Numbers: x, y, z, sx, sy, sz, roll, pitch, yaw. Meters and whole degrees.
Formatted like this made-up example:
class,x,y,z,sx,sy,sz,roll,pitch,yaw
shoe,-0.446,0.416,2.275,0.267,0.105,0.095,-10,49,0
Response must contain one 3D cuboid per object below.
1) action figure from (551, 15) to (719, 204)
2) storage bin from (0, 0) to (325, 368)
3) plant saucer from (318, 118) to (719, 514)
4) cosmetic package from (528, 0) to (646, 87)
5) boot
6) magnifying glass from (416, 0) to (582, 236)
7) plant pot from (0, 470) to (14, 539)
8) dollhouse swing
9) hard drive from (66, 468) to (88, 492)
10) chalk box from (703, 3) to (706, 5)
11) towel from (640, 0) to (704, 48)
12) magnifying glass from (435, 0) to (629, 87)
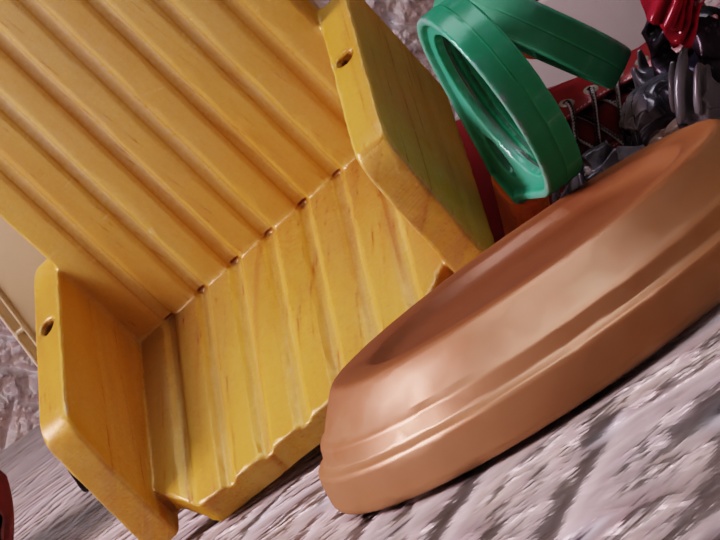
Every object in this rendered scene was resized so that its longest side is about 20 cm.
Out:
class,x,y,z,sx,sy,sz,roll,pitch,yaw
action figure,0.158,-0.091,0.798,0.200,0.069,0.130,-39,15,3
storage bin,-0.072,-0.019,0.926,0.199,0.199,0.094,-33,8,19
plant saucer,0.063,0.008,0.636,0.200,0.038,0.200,-35,5,3
cosmetic package,0.147,-0.132,1.117,0.087,0.104,0.200,-36,2,15
boot,0.112,-0.071,0.893,0.144,0.073,0.200,-30,0,37
magnifying glass,0.059,-0.044,0.750,0.022,0.080,0.200,-38,-21,-3
plant pot,-0.316,0.156,1.088,0.194,0.202,0.201,-23,10,30
dollhouse swing,-0.083,-0.034,0.784,0.200,0.176,0.182,-38,35,19
hard drive,-0.110,0.074,1.329,0.139,0.033,0.200,-33,4,27
chalk box,0.182,-0.197,1.420,0.199,0.125,0.124,-35,4,21
towel,0.154,-0.196,0.749,0.145,0.022,0.201,-88,20,-67
magnifying glass,0.073,-0.103,0.816,0.200,0.079,0.023,-56,-9,-84
